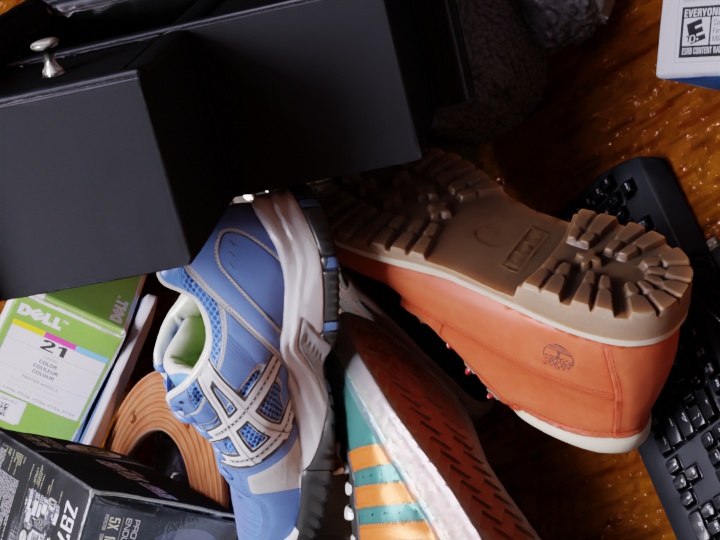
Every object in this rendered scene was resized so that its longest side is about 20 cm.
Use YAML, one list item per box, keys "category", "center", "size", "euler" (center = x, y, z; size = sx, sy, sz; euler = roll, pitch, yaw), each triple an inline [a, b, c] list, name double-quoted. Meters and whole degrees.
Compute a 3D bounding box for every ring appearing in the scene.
- category: "ring"
  center: [-0.115, 0.156, 0.870]
  size: [0.200, 0.019, 0.201]
  euler: [-24, 62, 56]

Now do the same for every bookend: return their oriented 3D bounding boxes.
- category: "bookend"
  center: [-0.064, -0.071, 0.633]
  size: [0.199, 0.200, 0.092]
  euler: [-10, 109, 11]

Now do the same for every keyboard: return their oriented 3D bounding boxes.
- category: "keyboard"
  center: [0.141, 0.035, 0.683]
  size: [0.104, 0.040, 0.200]
  euler: [-44, 55, 38]

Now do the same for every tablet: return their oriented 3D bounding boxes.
- category: "tablet"
  center: [-0.175, 0.112, 0.982]
  size: [0.200, 0.014, 0.130]
  euler: [-68, 10, -11]

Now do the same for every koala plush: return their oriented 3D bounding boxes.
- category: "koala plush"
  center: [0.011, -0.134, 0.772]
  size: [0.200, 0.184, 0.177]
  euler: [44, 98, 12]

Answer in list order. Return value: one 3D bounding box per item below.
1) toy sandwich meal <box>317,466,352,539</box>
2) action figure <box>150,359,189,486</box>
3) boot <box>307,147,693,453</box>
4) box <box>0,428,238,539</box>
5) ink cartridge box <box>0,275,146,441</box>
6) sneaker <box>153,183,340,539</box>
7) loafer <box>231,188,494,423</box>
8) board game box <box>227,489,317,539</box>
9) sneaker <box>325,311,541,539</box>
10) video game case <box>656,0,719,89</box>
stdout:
- category: "toy sandwich meal"
  center: [0.020, 0.193, 0.780]
  size: [0.205, 0.070, 0.205]
  euler: [-8, 79, 49]
- category: "action figure"
  center: [-0.089, 0.104, 0.925]
  size: [0.200, 0.069, 0.130]
  euler: [-36, 64, 45]
- category: "boot"
  center: [0.050, 0.014, 0.701]
  size: [0.200, 0.075, 0.107]
  euler: [26, 140, 29]
- category: "box"
  center: [-0.156, 0.199, 0.805]
  size: [0.164, 0.086, 0.200]
  euler: [9, 83, 60]
- category: "ink cartridge box"
  center: [-0.169, -0.008, 0.976]
  size: [0.200, 0.076, 0.148]
  euler: [-59, 11, 25]
- category: "sneaker"
  center: [-0.054, 0.052, 0.702]
  size: [0.076, 0.077, 0.200]
  euler: [-122, 27, -55]
- category: "loafer"
  center: [0.000, 0.000, 0.780]
  size: [0.063, 0.072, 0.200]
  euler: [-20, 110, 35]
- category: "board game box"
  center: [-0.074, 0.198, 0.823]
  size: [0.200, 0.019, 0.103]
  euler: [-62, 36, 30]
- category: "sneaker"
  center: [0.020, 0.110, 0.701]
  size: [0.080, 0.071, 0.200]
  euler: [-45, 54, 21]
- category: "video game case"
  center: [0.216, -0.166, 0.613]
  size: [0.200, 0.045, 0.181]
  euler: [6, 91, 50]
